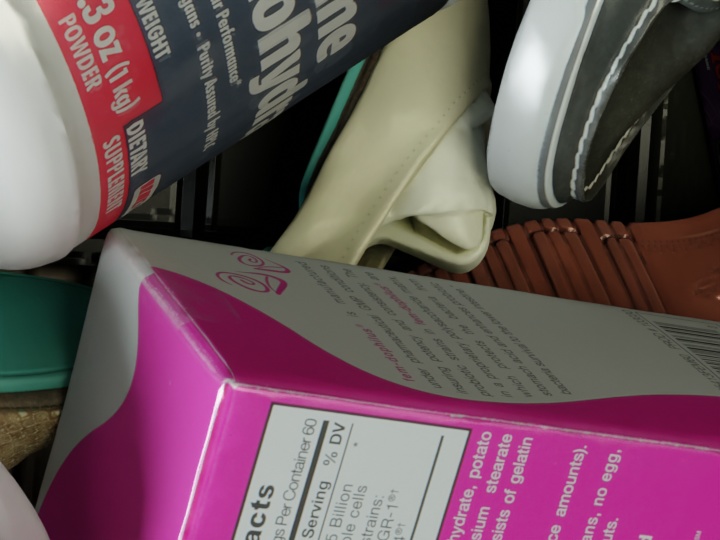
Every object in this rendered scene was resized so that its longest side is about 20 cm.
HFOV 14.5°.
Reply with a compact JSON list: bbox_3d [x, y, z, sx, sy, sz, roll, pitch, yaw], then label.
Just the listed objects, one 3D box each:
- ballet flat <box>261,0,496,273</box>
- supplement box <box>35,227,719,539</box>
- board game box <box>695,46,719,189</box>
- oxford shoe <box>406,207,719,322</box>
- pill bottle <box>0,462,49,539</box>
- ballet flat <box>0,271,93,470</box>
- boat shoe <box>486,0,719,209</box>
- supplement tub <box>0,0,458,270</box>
[{"bbox_3d":[0.000,0.000,0.801,0.069,0.069,0.200,35,80,-26],"label":"ballet flat"},{"bbox_3d":[0.028,0.064,0.729,0.199,0.101,0.104,10,107,-25],"label":"supplement box"},{"bbox_3d":[0.170,-0.042,0.920,0.120,0.032,0.201,-20,102,-30],"label":"board game box"},{"bbox_3d":[0.084,0.023,0.846,0.199,0.074,0.071,-13,67,-4],"label":"oxford shoe"},{"bbox_3d":[-0.171,0.113,0.668,0.104,0.104,0.200,39,101,-25],"label":"pill bottle"},{"bbox_3d":[-0.150,0.036,0.737,0.199,0.071,0.065,3,118,-26],"label":"ballet flat"},{"bbox_3d":[0.100,-0.102,0.774,0.200,0.057,0.069,-63,161,3],"label":"boat shoe"},{"bbox_3d":[-0.049,-0.105,0.730,0.200,0.140,0.141,-35,109,-22],"label":"supplement tub"}]
